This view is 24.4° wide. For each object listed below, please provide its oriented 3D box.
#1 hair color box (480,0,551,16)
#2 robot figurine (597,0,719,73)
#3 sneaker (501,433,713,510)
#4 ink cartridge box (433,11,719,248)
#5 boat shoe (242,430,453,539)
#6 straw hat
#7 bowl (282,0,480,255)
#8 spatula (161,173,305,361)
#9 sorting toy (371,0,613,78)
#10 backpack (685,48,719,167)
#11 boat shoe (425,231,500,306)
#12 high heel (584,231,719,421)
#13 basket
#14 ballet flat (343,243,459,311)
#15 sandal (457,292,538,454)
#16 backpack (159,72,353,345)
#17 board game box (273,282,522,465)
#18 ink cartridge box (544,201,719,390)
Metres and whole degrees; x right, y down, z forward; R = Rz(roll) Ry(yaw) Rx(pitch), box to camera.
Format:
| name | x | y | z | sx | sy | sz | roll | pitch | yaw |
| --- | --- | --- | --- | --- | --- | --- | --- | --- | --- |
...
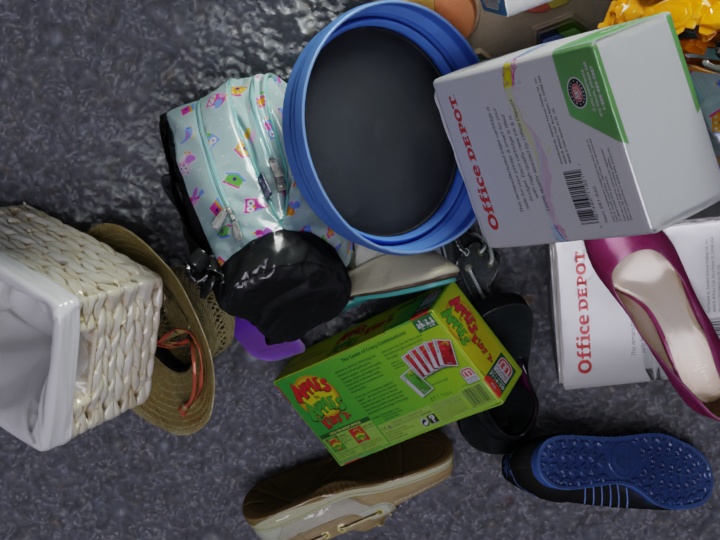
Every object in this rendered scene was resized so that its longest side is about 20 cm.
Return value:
| name | x | y | z | sx | sy | sz | roll | pitch | yaw |
| --- | --- | --- | --- | --- | --- | --- | --- | --- | --- |
| hair color box | 0.182 | -0.280 | 1.303 | 0.200 | 0.061 | 0.100 | -21 | 109 | -11 |
| robot figurine | 0.276 | -0.202 | 1.207 | 0.058 | 0.200 | 0.145 | 26 | 83 | -47 |
| sneaker | 0.224 | 0.181 | 1.515 | 0.200 | 0.078 | 0.070 | 12 | 77 | -25 |
| ink cartridge box | 0.161 | -0.101 | 1.258 | 0.084 | 0.200 | 0.145 | -25 | 101 | -30 |
| boat shoe | -0.005 | 0.203 | 1.519 | 0.200 | 0.074 | 0.066 | -18 | 124 | 7 |
| straw hat | -0.155 | 0.040 | 1.429 | 0.085 | 0.201 | 0.201 | -24 | 117 | -35 |
| bowl | 0.024 | -0.111 | 1.311 | 0.201 | 0.039 | 0.201 | 2 | 86 | -37 |
| spatula | -0.119 | 0.000 | 1.455 | 0.057 | 0.021 | 0.200 | -20 | 108 | 33 |
| sorting toy | 0.120 | -0.196 | 1.376 | 0.185 | 0.036 | 0.200 | -21 | 110 | 7 |
| backpack | 0.320 | -0.160 | 1.308 | 0.153 | 0.200 | 0.176 | -21 | 152 | 16 |
| boat shoe | 0.086 | -0.004 | 1.442 | 0.071 | 0.072 | 0.200 | -22 | 121 | -1 |
| high heel | 0.243 | 0.032 | 1.347 | 0.067 | 0.096 | 0.200 | -27 | 109 | 9 |
| basket | -0.270 | 0.039 | 1.368 | 0.200 | 0.123 | 0.136 | 27 | 117 | 34 |
| ballet flat | 0.000 | 0.000 | 1.397 | 0.200 | 0.069 | 0.069 | -18 | 117 | 47 |
| sandal | 0.123 | 0.105 | 1.453 | 0.075 | 0.048 | 0.200 | -19 | 137 | -10 |
| backpack | -0.082 | -0.057 | 1.350 | 0.127 | 0.167 | 0.200 | -23 | 66 | 6 |
| board game box | 0.029 | 0.091 | 1.429 | 0.200 | 0.048 | 0.102 | -26 | 107 | 41 |
| ink cartridge box | 0.262 | 0.013 | 1.436 | 0.200 | 0.083 | 0.147 | -5 | 111 | 1 |
